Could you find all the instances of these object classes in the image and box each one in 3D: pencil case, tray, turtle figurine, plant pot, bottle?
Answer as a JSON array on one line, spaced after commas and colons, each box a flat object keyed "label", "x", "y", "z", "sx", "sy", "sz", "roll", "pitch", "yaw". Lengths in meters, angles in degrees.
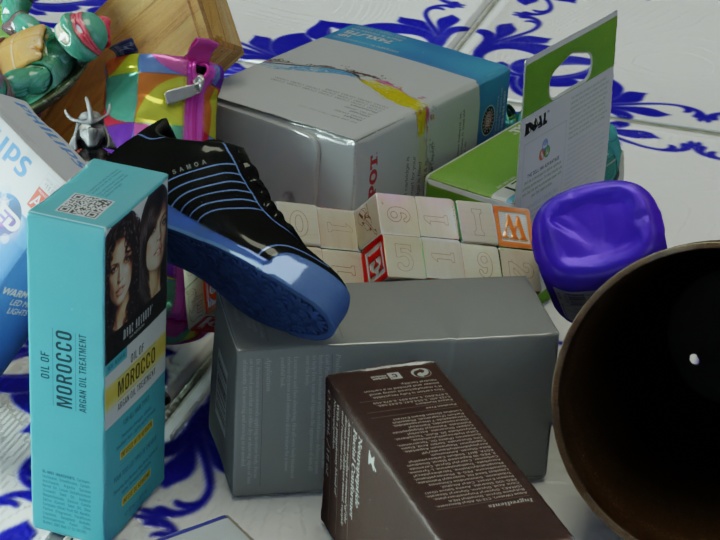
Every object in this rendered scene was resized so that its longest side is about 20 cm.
[{"label": "pencil case", "x": -0.135, "y": -0.051, "z": 1.371, "sx": 0.088, "sy": 0.201, "sz": 0.088, "roll": 2, "pitch": -8, "yaw": 0}, {"label": "tray", "x": -0.172, "y": -0.142, "z": 1.492, "sx": 0.037, "sy": 0.200, "sz": 0.099, "roll": 11, "pitch": 51, "yaw": -45}, {"label": "turtle figurine", "x": -0.238, "y": -0.138, "z": 1.349, "sx": 0.199, "sy": 0.101, "sz": 0.150, "roll": -28, "pitch": 23, "yaw": 15}, {"label": "plant pot", "x": 0.219, "y": 0.059, "z": 1.238, "sx": 0.186, "sy": 0.188, "sz": 0.200, "roll": 9, "pitch": 12, "yaw": 11}, {"label": "bottle", "x": 0.161, "y": 0.000, "z": 1.343, "sx": 0.083, "sy": 0.066, "sz": 0.200, "roll": -14, "pitch": -17, "yaw": 8}]

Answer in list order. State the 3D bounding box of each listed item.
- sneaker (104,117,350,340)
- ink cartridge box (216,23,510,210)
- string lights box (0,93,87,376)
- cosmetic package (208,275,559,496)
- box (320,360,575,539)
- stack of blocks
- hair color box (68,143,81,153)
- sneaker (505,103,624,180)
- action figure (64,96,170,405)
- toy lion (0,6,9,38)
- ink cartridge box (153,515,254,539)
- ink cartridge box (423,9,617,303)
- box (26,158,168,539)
[{"label": "sneaker", "x": -0.074, "y": -0.031, "z": 1.209, "sx": 0.200, "sy": 0.070, "sz": 0.078, "roll": 28, "pitch": 65, "yaw": 30}, {"label": "ink cartridge box", "x": -0.008, "y": -0.072, "z": 1.491, "sx": 0.146, "sy": 0.147, "sz": 0.200, "roll": 19, "pitch": 29, "yaw": 30}, {"label": "string lights box", "x": -0.239, "y": 0.004, "z": 1.219, "sx": 0.103, "sy": 0.200, "sz": 0.059, "roll": 42, "pitch": 14, "yaw": 26}, {"label": "cosmetic package", "x": 0.014, "y": 0.068, "z": 1.249, "sx": 0.199, "sy": 0.107, "sz": 0.090, "roll": -2, "pitch": 27, "yaw": -14}, {"label": "box", "x": 0.042, "y": 0.140, "z": 1.110, "sx": 0.075, "sy": 0.101, "sz": 0.200, "roll": -7, "pitch": 26, "yaw": -20}, {"label": "stack of blocks", "x": 0.000, "y": 0.000, "z": 1.320, "sx": 0.199, "sy": 0.115, "sz": 0.059, "roll": 5, "pitch": 65, "yaw": -27}, {"label": "hair color box", "x": -0.244, "y": -0.024, "z": 1.418, "sx": 0.199, "sy": 0.102, "sz": 0.061, "roll": -9, "pitch": 25, "yaw": -26}, {"label": "sneaker", "x": 0.110, "y": -0.095, "z": 1.632, "sx": 0.199, "sy": 0.080, "sz": 0.078, "roll": 6, "pitch": 26, "yaw": 7}, {"label": "action figure", "x": -0.160, "y": -0.012, "z": 1.288, "sx": 0.129, "sy": 0.201, "sz": 0.069, "roll": -5, "pitch": -10, "yaw": -6}, {"label": "toy lion", "x": -0.283, "y": -0.122, "z": 1.510, "sx": 0.068, "sy": 0.193, "sz": 0.200, "roll": -10, "pitch": 28, "yaw": -29}, {"label": "ink cartridge box", "x": -0.092, "y": 0.211, "z": 1.012, "sx": 0.197, "sy": 0.047, "sz": 0.200, "roll": -16, "pitch": 30, "yaw": -33}, {"label": "ink cartridge box", "x": 0.112, "y": -0.079, "z": 1.457, "sx": 0.075, "sy": 0.201, "sz": 0.148, "roll": 18, "pitch": 29, "yaw": 28}, {"label": "box", "x": -0.147, "y": 0.046, "z": 1.163, "sx": 0.049, "sy": 0.201, "sz": 0.082, "roll": 12, "pitch": 28, "yaw": 17}]
